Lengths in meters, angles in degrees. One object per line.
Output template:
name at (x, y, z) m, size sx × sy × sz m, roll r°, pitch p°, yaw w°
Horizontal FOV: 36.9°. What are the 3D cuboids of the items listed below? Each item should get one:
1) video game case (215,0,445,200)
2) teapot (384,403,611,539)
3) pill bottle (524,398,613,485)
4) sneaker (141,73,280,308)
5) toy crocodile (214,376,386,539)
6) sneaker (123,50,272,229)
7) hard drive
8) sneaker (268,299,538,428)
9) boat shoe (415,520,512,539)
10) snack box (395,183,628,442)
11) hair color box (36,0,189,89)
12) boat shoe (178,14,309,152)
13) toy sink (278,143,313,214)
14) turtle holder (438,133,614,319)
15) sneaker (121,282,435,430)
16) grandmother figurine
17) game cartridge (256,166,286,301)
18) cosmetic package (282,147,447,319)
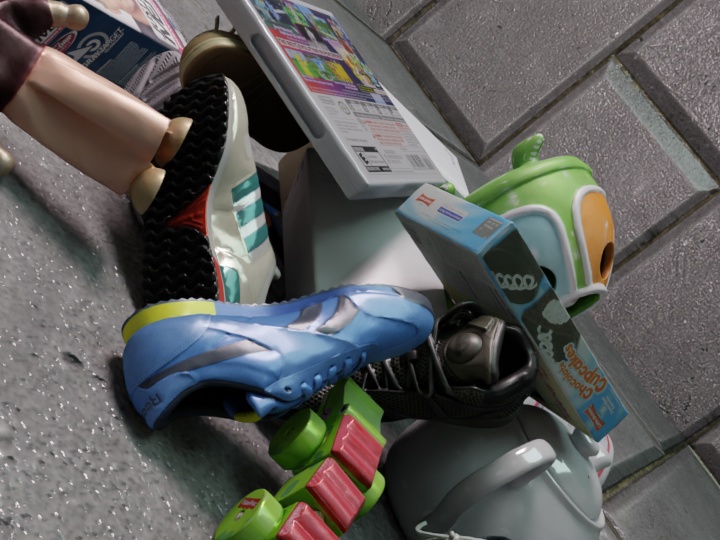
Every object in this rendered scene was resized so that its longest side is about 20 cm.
video game case at (-0.017, -0.134, 0.830) m, size 0.183 × 0.023 × 0.200 m, roll 57°, pitch 20°, yaw 7°
teapot at (0.122, 0.173, 0.847) m, size 0.197 × 0.146 × 0.200 m, roll 45°, pitch 16°, yaw -22°
pill bottle at (0.161, 0.150, 1.099) m, size 0.200 × 0.109 × 0.109 m, roll 44°, pitch 16°, yaw -25°
sneaker at (-0.097, -0.031, 0.736) m, size 0.093 × 0.070 × 0.201 m, roll 37°, pitch 47°, yaw -58°
toy crocodile at (-0.023, 0.130, 0.614) m, size 0.068 × 0.062 × 0.200 m, roll 49°, pitch 33°, yaw -12°
sneaker at (-0.132, -0.078, 0.854) m, size 0.112 × 0.077 × 0.201 m, roll 42°, pitch 27°, yaw -46°
hard drive at (0.018, -0.145, 1.002) m, size 0.200 × 0.027 × 0.132 m, roll 42°, pitch 16°, yaw -17°
sneaker at (0.027, 0.063, 0.728) m, size 0.114 × 0.198 × 0.077 m, roll 109°, pitch -18°, yaw -61°
boat shoe at (0.051, 0.194, 0.657) m, size 0.200 × 0.075 × 0.062 m, roll -13°, pitch 97°, yaw -56°
snack box at (0.112, 0.032, 0.797) m, size 0.200 × 0.037 × 0.116 m, roll 54°, pitch -11°, yaw -31°
hair color box at (-0.224, -0.214, 0.904) m, size 0.100 × 0.060 × 0.200 m, roll 56°, pitch 15°, yaw 20°
boat shoe at (-0.088, -0.146, 0.841) m, size 0.063 × 0.073 × 0.200 m, roll 63°, pitch 11°, yaw 17°
toy sink at (0.025, -0.050, 1.045) m, size 0.200 × 0.112 × 0.131 m, roll 40°, pitch 17°, yaw -23°
turtle holder at (0.125, -0.013, 0.908) m, size 0.141 × 0.185 × 0.132 m, roll 75°, pitch -9°, yaw -71°
sneaker at (-0.040, 0.057, 0.641) m, size 0.199 × 0.066 × 0.079 m, roll -5°, pitch 53°, yaw -25°
grandmother figurine at (-0.203, -0.119, 0.656) m, size 0.200 × 0.061 × 0.122 m, roll 30°, pitch 57°, yaw -18°
game cartridge at (-0.057, -0.016, 0.992) m, size 0.130 × 0.038 × 0.200 m, roll 37°, pitch 19°, yaw -57°
cosmetic package at (0.000, 0.000, 0.873) m, size 0.112 × 0.081 × 0.201 m, roll 12°, pitch 43°, yaw -15°
